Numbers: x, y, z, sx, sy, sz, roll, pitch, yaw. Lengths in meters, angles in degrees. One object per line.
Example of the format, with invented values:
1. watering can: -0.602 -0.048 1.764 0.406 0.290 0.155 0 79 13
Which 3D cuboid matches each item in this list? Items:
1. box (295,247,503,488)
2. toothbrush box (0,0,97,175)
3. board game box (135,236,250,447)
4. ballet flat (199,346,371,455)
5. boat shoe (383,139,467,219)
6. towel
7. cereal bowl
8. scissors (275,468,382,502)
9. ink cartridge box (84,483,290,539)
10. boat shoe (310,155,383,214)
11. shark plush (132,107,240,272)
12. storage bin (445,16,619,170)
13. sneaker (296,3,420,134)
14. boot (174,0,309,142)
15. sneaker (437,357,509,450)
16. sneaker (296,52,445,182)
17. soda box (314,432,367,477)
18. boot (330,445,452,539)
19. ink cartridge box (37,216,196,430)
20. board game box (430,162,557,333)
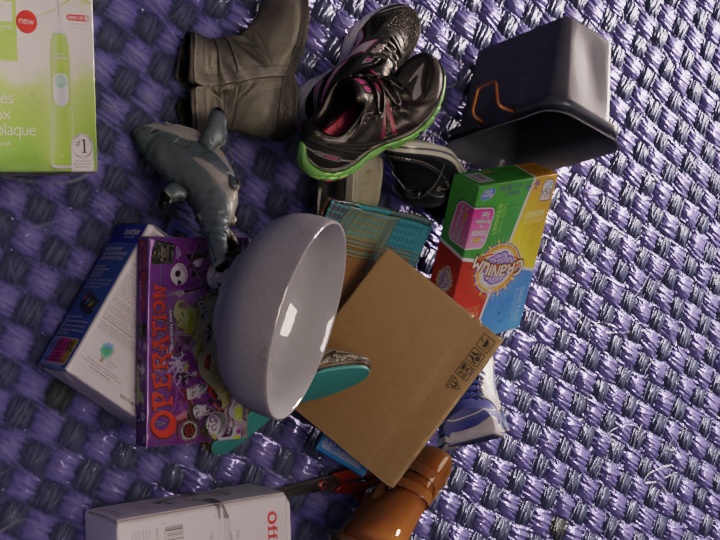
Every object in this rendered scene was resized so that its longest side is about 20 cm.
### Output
1. box: 0.031 0.103 1.480 0.163 0.021 0.201 38 87 1
2. toothbrush box: -0.330 -0.190 1.286 0.144 0.086 0.203 -2 91 -36
3. board game box: -0.164 0.068 1.359 0.119 0.032 0.203 -1 93 -34
4. ballet flat: -0.089 0.117 1.441 0.198 0.076 0.068 -28 149 2
5. boat shoe: 0.073 -0.104 1.551 0.200 0.074 0.063 32 72 -66
6. towel: 0.000 0.000 1.510 0.199 0.022 0.149 9 104 -55
7. cereal bowl: -0.085 0.036 1.323 0.200 0.082 0.203 17 90 -77
8. scissors: -0.034 0.233 1.558 0.198 0.014 0.074 12 86 -35
9. ink cartridge box: -0.174 0.308 1.413 0.198 0.082 0.149 -3 93 -35
10. boat shoe: -0.027 -0.042 1.529 0.071 0.067 0.203 -5 109 -55
11. shark plush: -0.167 -0.069 1.366 0.082 0.091 0.202 -3 60 -24
12. storage bin: 0.199 -0.208 1.614 0.144 0.199 0.136 22 68 -34
13. sneaker: 0.012 -0.219 1.532 0.081 0.086 0.201 49 65 -27
14. boot: -0.126 -0.237 1.448 0.129 0.067 0.203 6 86 -30
15. sneaker: 0.120 0.141 1.595 0.079 0.199 0.117 -15 86 9
16. sneaker: 0.015 -0.171 1.438 0.199 0.076 0.084 -40 144 -24
17. soda box: 0.023 0.123 1.525 0.064 0.068 0.202 30 86 -1
18. boot: 0.046 0.257 1.491 0.155 0.200 0.074 -43 100 -11
19. ink cartridge box: -0.211 0.045 1.383 0.136 0.076 0.202 39 70 -32
20. board game box: 0.148 -0.019 1.605 0.152 0.040 0.203 -12 122 -45
